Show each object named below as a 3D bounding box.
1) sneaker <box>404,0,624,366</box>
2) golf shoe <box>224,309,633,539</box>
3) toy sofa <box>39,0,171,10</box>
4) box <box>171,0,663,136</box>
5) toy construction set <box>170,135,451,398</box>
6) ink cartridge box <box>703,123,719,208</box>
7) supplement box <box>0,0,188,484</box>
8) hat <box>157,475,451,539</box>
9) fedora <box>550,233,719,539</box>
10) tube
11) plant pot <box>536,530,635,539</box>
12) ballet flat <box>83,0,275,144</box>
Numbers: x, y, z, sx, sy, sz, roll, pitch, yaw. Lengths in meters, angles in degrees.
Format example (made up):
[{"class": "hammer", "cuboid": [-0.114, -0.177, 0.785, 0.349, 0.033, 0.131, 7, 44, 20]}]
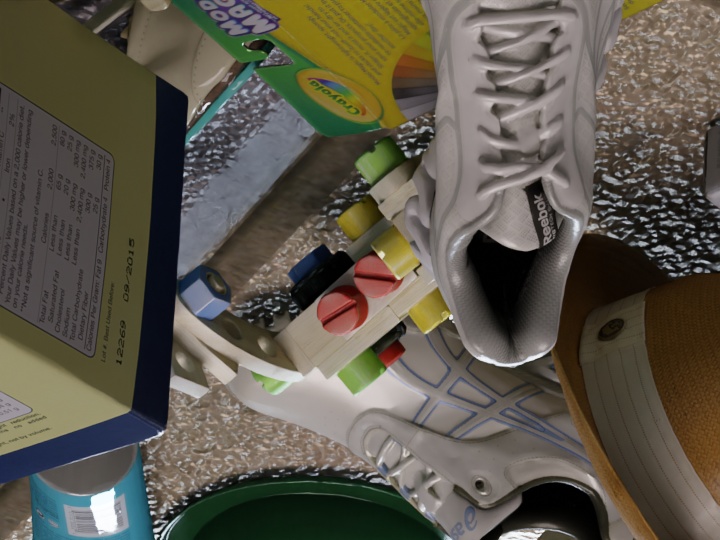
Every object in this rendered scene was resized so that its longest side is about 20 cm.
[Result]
[{"class": "sneaker", "cuboid": [0.053, -0.058, 0.991, 0.075, 0.081, 0.200, -1, 126, -1]}, {"class": "golf shoe", "cuboid": [0.035, 0.072, 1.300, 0.200, 0.097, 0.078, 9, 149, -6]}, {"class": "toy sofa", "cuboid": [-0.166, -0.129, 1.022, 0.200, 0.083, 0.098, -9, 146, 20]}, {"class": "box", "cuboid": [0.038, -0.120, 1.030, 0.200, 0.048, 0.117, -25, 138, 24]}, {"class": "toy construction set", "cuboid": [0.000, 0.000, 1.163, 0.200, 0.092, 0.131, -25, -177, 22]}, {"class": "ink cartridge box", "cuboid": [0.270, -0.029, 1.167, 0.200, 0.043, 0.196, -23, 137, 35]}, {"class": "supplement box", "cuboid": [-0.198, -0.017, 0.999, 0.200, 0.134, 0.200, -18, 145, 32]}, {"class": "hat", "cuboid": [-0.022, 0.210, 1.441, 0.165, 0.176, 0.200, 10, 147, -10]}, {"class": "fedora", "cuboid": [0.152, 0.055, 1.183, 0.082, 0.201, 0.201, -32, 135, 22]}, {"class": "tube", "cuboid": [-0.129, 0.127, 1.450, 0.077, 0.050, 0.200, 17, 152, 6]}, {"class": "plant pot", "cuboid": [0.176, 0.159, 1.367, 0.200, 0.188, 0.187, -5, 149, 38]}, {"class": "ballet flat", "cuboid": [-0.093, -0.059, 1.152, 0.069, 0.070, 0.200, 17, 143, -19]}]
